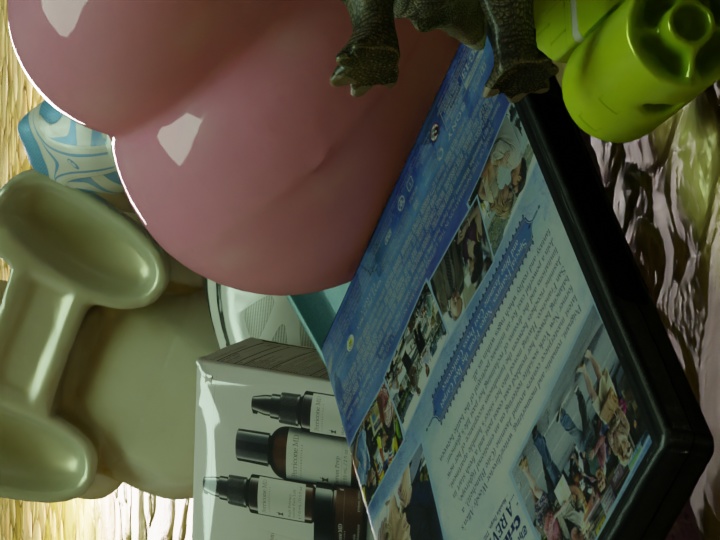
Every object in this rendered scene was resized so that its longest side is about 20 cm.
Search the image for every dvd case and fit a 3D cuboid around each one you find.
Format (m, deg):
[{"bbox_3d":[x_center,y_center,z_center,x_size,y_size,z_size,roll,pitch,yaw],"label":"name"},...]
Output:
[{"bbox_3d":[0.037,0.034,0.761,0.200,0.017,0.143,-107,34,-50],"label":"dvd case"}]

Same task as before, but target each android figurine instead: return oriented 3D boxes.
[{"bbox_3d":[0.073,-0.127,0.710,0.200,0.041,0.183,146,123,-74],"label":"android figurine"}]

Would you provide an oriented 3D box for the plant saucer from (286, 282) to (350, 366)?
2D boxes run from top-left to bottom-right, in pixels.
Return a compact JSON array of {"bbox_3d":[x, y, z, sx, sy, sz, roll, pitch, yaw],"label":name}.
[{"bbox_3d":[0.000,0.000,0.956,0.200,0.019,0.070,58,137,37],"label":"plant saucer"}]

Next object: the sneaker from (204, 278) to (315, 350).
[{"bbox_3d":[-0.016,-0.036,1.037,0.115,0.075,0.202,132,139,-75],"label":"sneaker"}]

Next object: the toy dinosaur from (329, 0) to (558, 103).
[{"bbox_3d":[0.022,-0.109,0.676,0.200,0.077,0.103,105,153,-53],"label":"toy dinosaur"}]

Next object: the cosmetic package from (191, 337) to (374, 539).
[{"bbox_3d":[-0.021,0.132,1.020,0.051,0.082,0.201,-19,-66,-61],"label":"cosmetic package"}]

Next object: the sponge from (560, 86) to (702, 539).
[{"bbox_3d":[0.049,0.051,0.790,0.112,0.030,0.201,119,151,-42],"label":"sponge"}]

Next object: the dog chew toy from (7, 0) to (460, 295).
[{"bbox_3d":[-0.056,-0.085,0.870,0.124,0.200,0.125,-40,20,18],"label":"dog chew toy"}]

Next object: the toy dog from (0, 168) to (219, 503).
[{"bbox_3d":[-0.084,0.021,1.199,0.200,0.193,0.140,-55,-22,-77],"label":"toy dog"}]

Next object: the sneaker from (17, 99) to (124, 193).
[{"bbox_3d":[-0.073,-0.104,1.128,0.200,0.072,0.072,-51,-42,-42],"label":"sneaker"}]
